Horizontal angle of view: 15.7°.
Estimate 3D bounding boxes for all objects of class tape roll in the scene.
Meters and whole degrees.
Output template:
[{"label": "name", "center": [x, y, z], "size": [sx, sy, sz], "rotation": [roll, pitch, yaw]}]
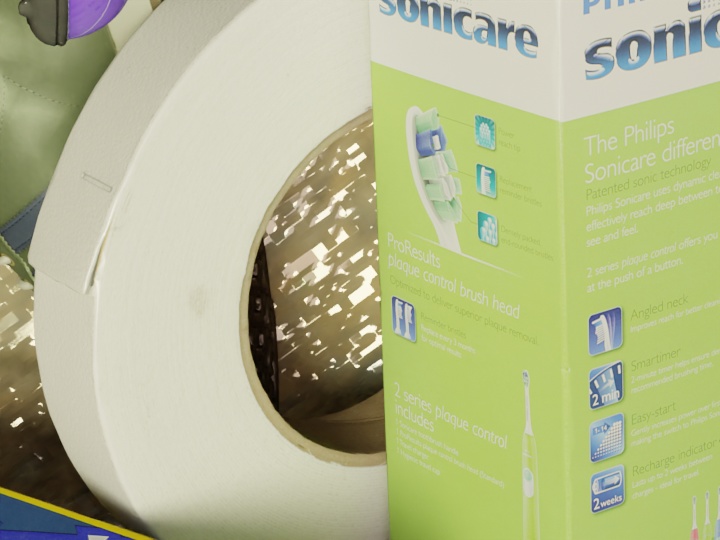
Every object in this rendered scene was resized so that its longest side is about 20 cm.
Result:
[{"label": "tape roll", "center": [0.000, 0.000, 0.750], "size": [0.202, 0.037, 0.204], "rotation": [-13, 113, -33]}]

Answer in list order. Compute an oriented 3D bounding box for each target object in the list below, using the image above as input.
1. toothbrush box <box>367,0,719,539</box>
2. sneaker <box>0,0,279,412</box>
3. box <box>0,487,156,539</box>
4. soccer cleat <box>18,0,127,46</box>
[{"label": "toothbrush box", "center": [0.085, -0.009, 0.731], "size": [0.145, 0.086, 0.201], "rotation": [-17, 116, -33]}, {"label": "sneaker", "center": [-0.082, -0.024, 0.771], "size": [0.090, 0.067, 0.201], "rotation": [-3, 117, 13]}, {"label": "box", "center": [-0.072, 0.107, 0.714], "size": [0.064, 0.199, 0.070], "rotation": [-64, 148, -16]}, {"label": "soccer cleat", "center": [-0.040, -0.146, 0.587], "size": [0.073, 0.068, 0.201], "rotation": [6, 104, -13]}]
